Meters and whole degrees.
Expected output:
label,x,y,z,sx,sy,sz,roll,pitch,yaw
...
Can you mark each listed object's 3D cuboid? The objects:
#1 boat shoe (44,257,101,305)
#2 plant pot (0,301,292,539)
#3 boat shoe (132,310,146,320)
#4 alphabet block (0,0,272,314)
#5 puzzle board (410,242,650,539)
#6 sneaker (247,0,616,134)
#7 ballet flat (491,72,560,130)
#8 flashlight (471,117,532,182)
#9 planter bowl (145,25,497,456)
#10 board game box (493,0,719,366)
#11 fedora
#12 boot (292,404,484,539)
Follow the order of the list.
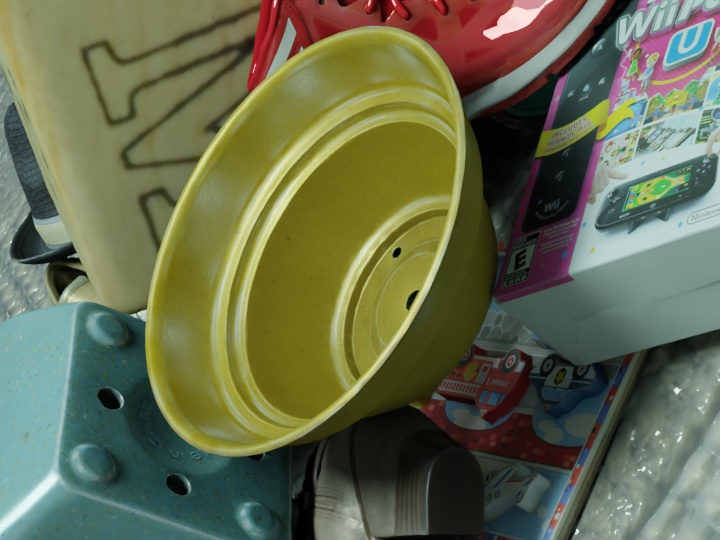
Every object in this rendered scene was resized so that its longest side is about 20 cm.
label,x,y,z,sx,sy,sz,roll,pitch,yaw
boat shoe,-0.156,0.035,1.349,0.072,0.076,0.200,-60,27,-3
plant pot,-0.125,0.132,1.026,0.200,0.195,0.197,-52,26,37
boat shoe,-0.107,0.022,1.174,0.071,0.069,0.200,-47,12,7
alphabet block,-0.090,-0.128,1.114,0.196,0.201,0.195,-22,28,-7
puzzle board,0.061,0.053,1.021,0.200,0.017,0.151,4,66,60
sneaker,0.027,-0.125,0.987,0.200,0.115,0.078,-43,28,20
ballet flat,0.119,-0.150,1.093,0.200,0.068,0.075,-59,4,-11
flashlight,0.041,-0.121,1.182,0.068,0.068,0.200,-46,27,6
planter bowl,0.000,0.000,0.949,0.200,0.083,0.201,-29,48,37
board game box,0.148,-0.070,0.928,0.147,0.064,0.201,-19,42,48
fedora,-0.180,-0.090,1.437,0.200,0.092,0.201,-31,18,11
boot,0.006,0.156,0.959,0.146,0.070,0.201,163,120,-67
